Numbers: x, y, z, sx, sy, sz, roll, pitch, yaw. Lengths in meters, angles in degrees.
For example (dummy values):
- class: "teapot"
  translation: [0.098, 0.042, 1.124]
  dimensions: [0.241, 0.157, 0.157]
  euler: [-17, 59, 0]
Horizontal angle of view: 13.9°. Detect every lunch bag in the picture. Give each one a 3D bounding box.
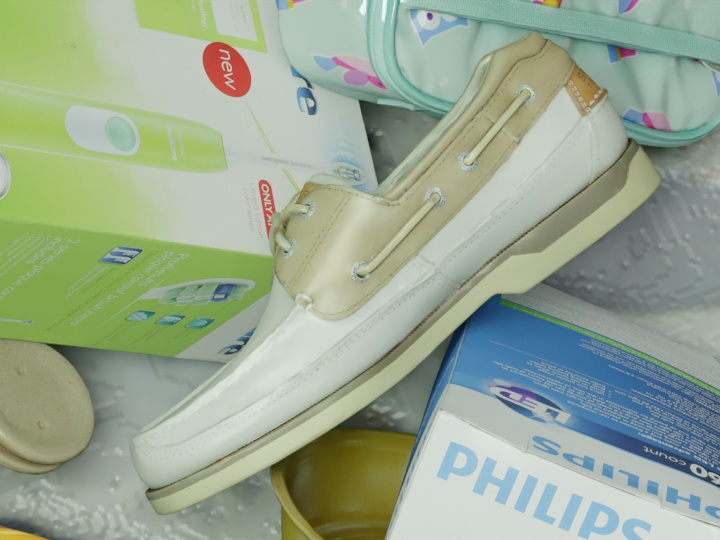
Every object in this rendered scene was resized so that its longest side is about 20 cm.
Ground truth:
- class: "lunch bag"
  translation: [0.065, -0.122, 1.048]
  dimensions: [0.199, 0.077, 0.162]
  euler: [5, 92, -42]

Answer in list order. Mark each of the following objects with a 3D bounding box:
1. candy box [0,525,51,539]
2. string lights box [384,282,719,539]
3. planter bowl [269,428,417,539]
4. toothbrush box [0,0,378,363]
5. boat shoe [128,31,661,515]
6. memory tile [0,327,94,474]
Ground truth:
- class: "candy box"
  translation: [-0.169, 0.127, 0.919]
  dimensions: [0.199, 0.055, 0.116]
  euler: [12, 61, 37]
- class: "string lights box"
  translation: [0.070, 0.062, 0.969]
  dimensions: [0.102, 0.200, 0.059]
  euler: [23, 105, 1]
- class: "planter bowl"
  translation: [0.050, 0.133, 0.971]
  dimensions: [0.199, 0.200, 0.084]
  euler: [22, 104, 0]
- class: "toothbrush box"
  translation: [-0.099, -0.057, 1.001]
  dimensions: [0.199, 0.086, 0.147]
  euler: [10, 59, -42]
- class: "boat shoe"
  translation: [0.000, 0.000, 0.959]
  dimensions: [0.200, 0.075, 0.069]
  euler: [-36, 97, -12]
- class: "memory tile"
  translation: [-0.177, -0.019, 0.985]
  dimensions: [0.153, 0.017, 0.201]
  euler: [2, 57, -45]
